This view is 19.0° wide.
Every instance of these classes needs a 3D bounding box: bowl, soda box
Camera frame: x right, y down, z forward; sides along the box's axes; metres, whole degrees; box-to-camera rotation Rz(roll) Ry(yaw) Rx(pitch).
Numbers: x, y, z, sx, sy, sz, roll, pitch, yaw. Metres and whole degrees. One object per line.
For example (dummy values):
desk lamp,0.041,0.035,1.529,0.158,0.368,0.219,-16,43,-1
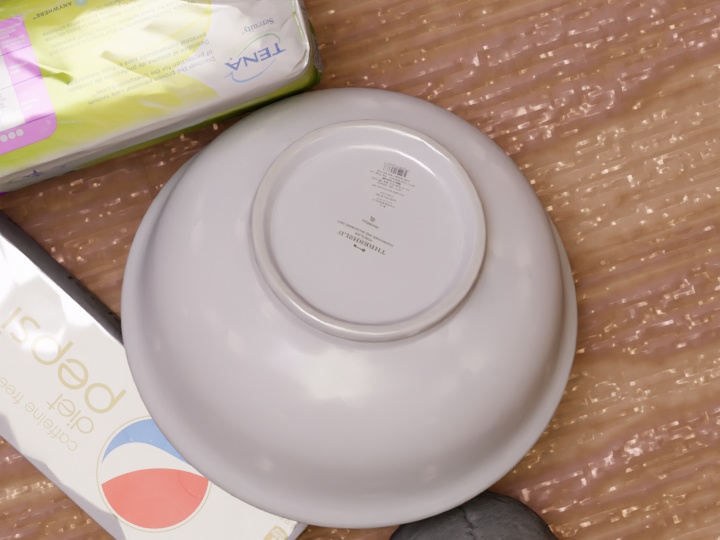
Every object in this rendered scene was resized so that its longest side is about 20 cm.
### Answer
bowl,0.000,0.000,0.899,0.200,0.090,0.202,2,67,-5
soda box,-0.113,0.064,0.953,0.200,0.064,0.068,42,92,-2

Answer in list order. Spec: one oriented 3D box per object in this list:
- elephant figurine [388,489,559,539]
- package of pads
elephant figurine,0.057,0.172,0.890,0.155,0.200,0.142,44,92,-2
package of pads,-0.117,-0.080,0.901,0.199,0.155,0.069,-19,92,0
